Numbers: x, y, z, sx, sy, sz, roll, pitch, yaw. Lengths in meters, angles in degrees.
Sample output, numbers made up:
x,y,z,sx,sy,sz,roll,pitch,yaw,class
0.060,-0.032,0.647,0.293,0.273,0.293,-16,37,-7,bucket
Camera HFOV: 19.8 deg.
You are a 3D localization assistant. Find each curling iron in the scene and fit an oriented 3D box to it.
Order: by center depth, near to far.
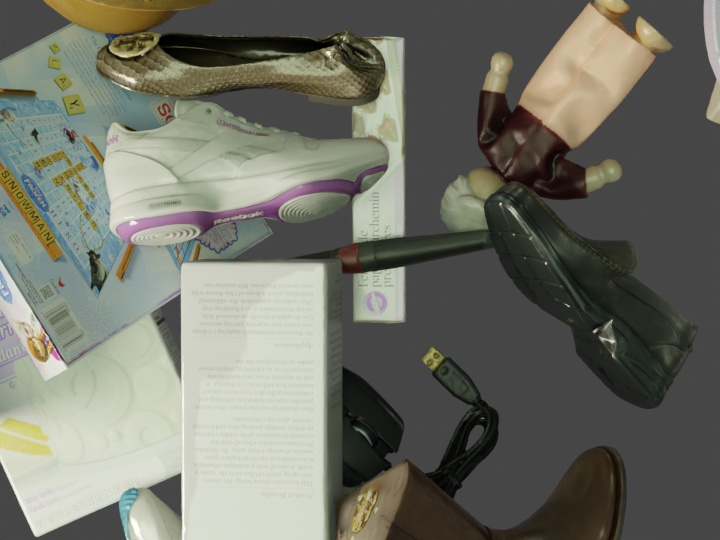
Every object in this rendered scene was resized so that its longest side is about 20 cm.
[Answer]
x,y,z,sx,sy,sz,roll,pitch,yaw,class
0.000,0.000,1.436,0.198,0.026,0.050,-16,116,-2,curling iron

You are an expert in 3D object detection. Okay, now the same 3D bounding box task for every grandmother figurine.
x,y,z,sx,sy,sz,roll,pitch,yaw,class
0.131,-0.099,1.445,0.121,0.060,0.200,45,100,18,grandmother figurine

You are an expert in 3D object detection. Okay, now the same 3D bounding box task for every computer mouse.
x,y,z,sx,sy,sz,roll,pitch,yaw,class
0.004,0.088,1.450,0.199,0.046,0.140,37,61,14,computer mouse

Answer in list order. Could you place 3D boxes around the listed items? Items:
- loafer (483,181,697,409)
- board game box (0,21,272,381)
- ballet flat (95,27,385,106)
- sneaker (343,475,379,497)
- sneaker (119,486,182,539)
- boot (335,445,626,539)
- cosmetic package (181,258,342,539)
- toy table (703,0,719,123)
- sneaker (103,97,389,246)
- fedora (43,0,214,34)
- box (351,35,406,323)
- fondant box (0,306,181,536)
x,y,z,sx,sy,sz,roll,pitch,yaw,class
0.160,0.005,1.432,0.072,0.073,0.200,-48,118,-15,loafer
-0.187,-0.060,1.413,0.199,0.041,0.201,-33,93,-36,board game box
-0.081,-0.146,1.406,0.198,0.068,0.047,5,126,1,ballet flat
0.028,0.190,1.476,0.088,0.075,0.201,-29,79,-26,sneaker
-0.097,0.221,1.468,0.081,0.077,0.200,-37,112,4,sneaker
0.081,0.165,1.403,0.199,0.064,0.188,34,69,-30,boot
-0.064,0.093,1.382,0.100,0.071,0.202,1,92,9,cosmetic package
0.285,-0.194,1.383,0.183,0.117,0.201,30,86,-7,toy table
-0.078,-0.079,1.398,0.198,0.075,0.101,-9,70,-16,sneaker
-0.174,-0.222,1.418,0.199,0.201,0.082,23,135,1,fedora
0.013,-0.065,1.461,0.038,0.041,0.202,0,94,3,box
-0.205,0.068,1.476,0.143,0.058,0.202,-24,92,4,fondant box
